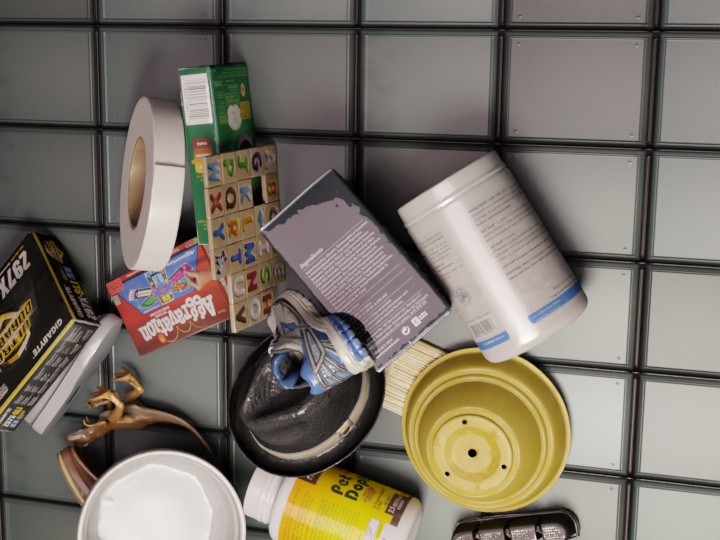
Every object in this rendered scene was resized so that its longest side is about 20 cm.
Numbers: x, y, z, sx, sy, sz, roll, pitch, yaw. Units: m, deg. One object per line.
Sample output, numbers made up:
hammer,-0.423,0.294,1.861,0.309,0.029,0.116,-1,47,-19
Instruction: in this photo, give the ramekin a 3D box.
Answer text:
ramekin,-0.245,0.315,1.441,0.200,0.105,0.201,1,86,-14

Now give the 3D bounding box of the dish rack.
dish rack,0.186,0.386,1.367,0.153,0.055,0.201,-10,84,19

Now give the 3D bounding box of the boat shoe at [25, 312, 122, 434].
boat shoe,-0.377,0.122,1.497,0.065,0.074,0.200,39,108,2

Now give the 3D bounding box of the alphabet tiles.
alphabet tiles,-0.128,-0.037,1.342,0.008,0.167,0.201,0,100,23

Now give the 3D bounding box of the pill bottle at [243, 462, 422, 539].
pill bottle,-0.034,0.290,1.406,0.200,0.109,0.110,19,105,12

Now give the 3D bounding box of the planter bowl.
planter bowl,0.133,0.195,1.339,0.200,0.083,0.201,4,103,17

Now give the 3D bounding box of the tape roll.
tape roll,-0.241,-0.099,1.357,0.037,0.203,0.203,4,105,-22

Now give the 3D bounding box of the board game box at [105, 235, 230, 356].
board game box,-0.227,0.033,1.422,0.200,0.019,0.103,-23,94,43

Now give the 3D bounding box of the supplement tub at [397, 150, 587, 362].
supplement tub,0.144,-0.014,1.284,0.132,0.132,0.200,-31,90,20

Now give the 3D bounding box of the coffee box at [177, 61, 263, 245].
coffee box,-0.158,-0.135,1.357,0.044,0.123,0.201,-3,101,16

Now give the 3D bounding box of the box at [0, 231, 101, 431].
box,-0.424,0.076,1.479,0.200,0.049,0.160,-47,53,19

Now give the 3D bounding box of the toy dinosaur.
toy dinosaur,-0.284,0.181,1.499,0.199,0.060,0.106,-8,122,23

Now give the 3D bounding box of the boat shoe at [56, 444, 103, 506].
boat shoe,-0.309,0.298,1.517,0.068,0.072,0.200,-40,91,-2

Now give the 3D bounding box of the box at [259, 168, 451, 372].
box,0.000,0.000,1.310,0.107,0.148,0.200,-41,87,3

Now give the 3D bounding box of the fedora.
fedora,-0.073,0.137,1.362,0.200,0.092,0.201,-5,70,14

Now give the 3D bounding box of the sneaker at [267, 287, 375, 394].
sneaker,-0.067,0.079,1.250,0.085,0.200,0.077,-39,112,-14

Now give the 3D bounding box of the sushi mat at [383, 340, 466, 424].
sushi mat,0.109,0.150,1.388,0.200,0.012,0.096,24,107,11
